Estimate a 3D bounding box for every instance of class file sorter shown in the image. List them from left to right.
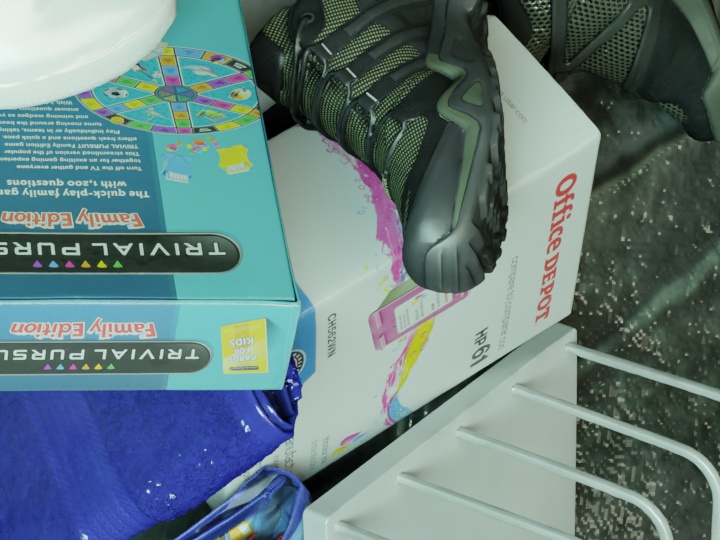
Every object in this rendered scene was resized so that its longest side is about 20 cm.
[{"bbox_3d":[0.084,0.138,1.171,0.200,0.124,0.139,-34,132,-46],"label":"file sorter"}]

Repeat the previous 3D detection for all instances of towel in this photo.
[{"bbox_3d":[-0.121,0.050,1.049,0.200,0.148,0.050,-36,158,25],"label":"towel"}]

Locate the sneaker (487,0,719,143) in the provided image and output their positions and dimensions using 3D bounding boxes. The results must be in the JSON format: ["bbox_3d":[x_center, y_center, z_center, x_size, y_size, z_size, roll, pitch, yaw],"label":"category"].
[{"bbox_3d":[0.108,-0.115,1.225,0.114,0.076,0.199,-22,146,16],"label":"sneaker"}]

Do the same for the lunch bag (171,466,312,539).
[{"bbox_3d":[-0.067,0.184,1.143,0.200,0.094,0.151,-45,149,-20],"label":"lunch bag"}]

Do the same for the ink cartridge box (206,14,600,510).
[{"bbox_3d":[0.000,0.000,1.140,0.200,0.085,0.145,-32,153,-21],"label":"ink cartridge box"}]

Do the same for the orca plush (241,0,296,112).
[{"bbox_3d":[-0.061,-0.071,1.137,0.200,0.105,0.071,-53,158,-30],"label":"orca plush"}]

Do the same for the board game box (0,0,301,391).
[{"bbox_3d":[-0.112,-0.044,0.960,0.151,0.200,0.047,0,136,-13],"label":"board game box"}]

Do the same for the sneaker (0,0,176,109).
[{"bbox_3d":[-0.161,-0.111,0.917,0.199,0.075,0.089,-1,138,-12],"label":"sneaker"}]

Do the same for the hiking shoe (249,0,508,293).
[{"bbox_3d":[0.006,-0.066,1.060,0.100,0.200,0.076,-5,137,2],"label":"hiking shoe"}]
